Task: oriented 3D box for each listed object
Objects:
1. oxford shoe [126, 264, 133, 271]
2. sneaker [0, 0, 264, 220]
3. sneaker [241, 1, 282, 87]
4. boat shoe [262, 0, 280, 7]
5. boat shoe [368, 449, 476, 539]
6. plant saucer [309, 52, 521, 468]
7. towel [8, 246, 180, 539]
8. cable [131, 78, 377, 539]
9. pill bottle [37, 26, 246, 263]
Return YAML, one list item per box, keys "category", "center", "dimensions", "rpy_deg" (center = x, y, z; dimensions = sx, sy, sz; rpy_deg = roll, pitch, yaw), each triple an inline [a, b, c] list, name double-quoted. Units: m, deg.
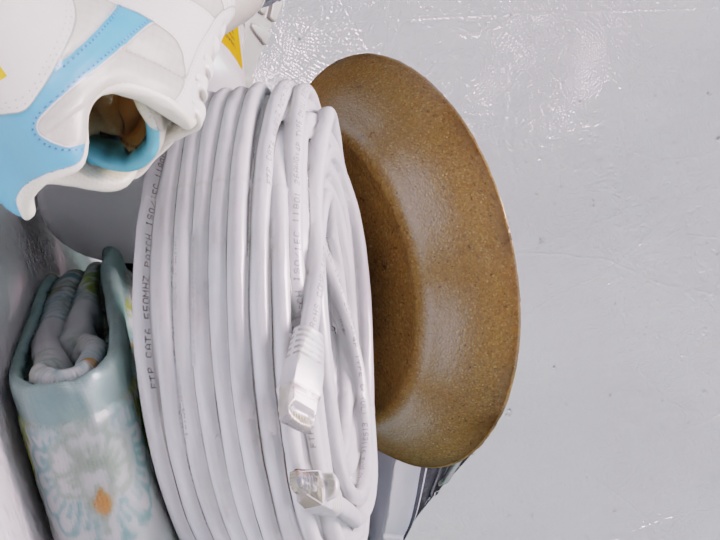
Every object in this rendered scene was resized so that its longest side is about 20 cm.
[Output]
- category: "oxford shoe"
  center: [-0.090, 0.018, 0.890]
  dimensions: [0.200, 0.072, 0.085]
  rpy_deg: [135, -55, -74]
- category: "sneaker"
  center: [-0.087, -0.074, 0.605]
  dimensions: [0.081, 0.076, 0.200]
  rpy_deg: [54, 32, 1]
- category: "sneaker"
  center: [-0.112, -0.105, 0.954]
  dimensions: [0.076, 0.080, 0.201]
  rpy_deg: [43, 66, -45]
- category: "boat shoe"
  center: [-0.105, -0.178, 0.770]
  dimensions: [0.062, 0.199, 0.072]
  rpy_deg: [-49, 166, -56]
- category: "boat shoe"
  center: [0.033, 0.083, 0.898]
  dimensions: [0.201, 0.067, 0.072]
  rpy_deg: [103, -32, -42]
- category: "plant saucer"
  center: [0.000, 0.000, 0.808]
  dimensions: [0.200, 0.035, 0.202]
  rpy_deg: [27, -57, 50]
- category: "towel"
  center: [-0.091, 0.092, 0.693]
  dimensions: [0.200, 0.048, 0.173]
  rpy_deg: [-109, -177, -75]
- category: "cable"
  center: [-0.035, 0.027, 0.681]
  dimensions: [0.200, 0.069, 0.202]
  rpy_deg: [74, 12, -59]
- category: "pill bottle"
  center: [-0.112, -0.105, 0.815]
  dimensions: [0.113, 0.112, 0.201]
  rpy_deg: [75, 5, -49]
